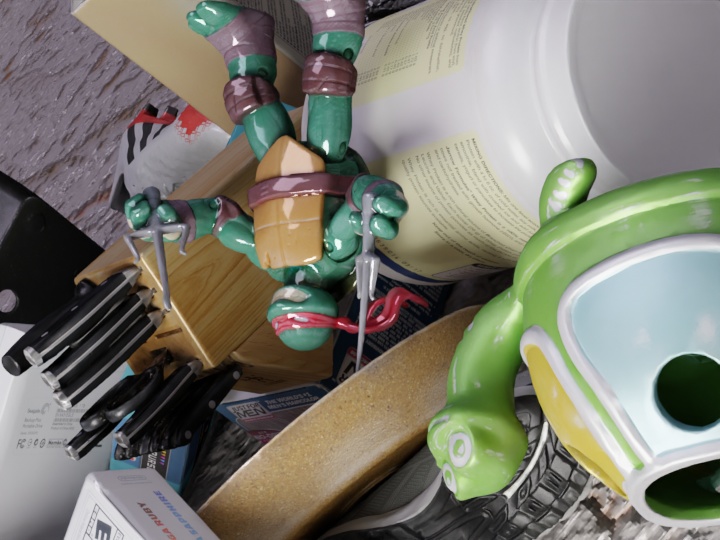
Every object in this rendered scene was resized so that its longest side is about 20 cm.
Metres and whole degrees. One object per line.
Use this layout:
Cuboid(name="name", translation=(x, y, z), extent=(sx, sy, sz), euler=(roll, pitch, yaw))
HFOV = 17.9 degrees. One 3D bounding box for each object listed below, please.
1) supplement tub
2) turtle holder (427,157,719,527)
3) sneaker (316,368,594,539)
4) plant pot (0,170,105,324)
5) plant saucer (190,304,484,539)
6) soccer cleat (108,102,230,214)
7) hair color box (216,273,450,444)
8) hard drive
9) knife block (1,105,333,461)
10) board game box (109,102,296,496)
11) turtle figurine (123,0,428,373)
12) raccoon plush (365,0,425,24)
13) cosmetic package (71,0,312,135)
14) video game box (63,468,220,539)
Cuboid(name="supplement tub", translation=(0.081, -0.076, 1.145), extent=(0.200, 0.145, 0.145), euler=(-15, 45, 51))
Cuboid(name="turtle holder", translation=(0.121, 0.031, 0.933), extent=(0.141, 0.185, 0.132), euler=(94, 173, -60))
Cuboid(name="sneaker", translation=(0.043, 0.116, 1.075), extent=(0.200, 0.074, 0.079), euler=(-42, 4, 27))
Cuboid(name="plant pot", translation=(-0.254, 0.036, 1.515), extent=(0.177, 0.199, 0.200), euler=(7, 62, 48))
Cuboid(name="plant saucer", translation=(-0.005, 0.095, 1.105), extent=(0.200, 0.035, 0.200), euler=(-38, -12, -9))
Cuboid(name="soccer cleat", translation=(-0.119, -0.071, 1.557), extent=(0.200, 0.069, 0.085), euler=(5, 70, 63))
Cuboid(name="hair color box", translation=(0.000, 0.000, 1.276), extent=(0.100, 0.061, 0.200), euler=(-14, 45, 50))
Cuboid(name="hard drive", translation=(-0.189, 0.130, 1.296), extent=(0.027, 0.132, 0.200), euler=(19, 95, 24))
Cuboid(name="knife block", translation=(-0.098, -0.001, 1.152), extent=(0.064, 0.175, 0.200), euler=(-16, 67, 47))
Cuboid(name="board game box", translation=(-0.085, 0.020, 1.329), extent=(0.151, 0.047, 0.200), euler=(107, -176, -63))
Cuboid(name="turtle figurine", translation=(-0.037, -0.037, 1.098), extent=(0.149, 0.101, 0.200), euler=(-9, 73, 21))
Cuboid(name="raccoon plush", translation=(0.060, -0.168, 1.349), extent=(0.134, 0.097, 0.200), euler=(-48, 24, 0))
Cuboid(name="cosmetic package", translation=(-0.084, -0.149, 1.437), extent=(0.071, 0.200, 0.105), euler=(-42, 28, 22))
Cuboid(name="video game box", translation=(-0.089, 0.220, 1.018), extent=(0.182, 0.047, 0.200), euler=(43, 121, 41))
